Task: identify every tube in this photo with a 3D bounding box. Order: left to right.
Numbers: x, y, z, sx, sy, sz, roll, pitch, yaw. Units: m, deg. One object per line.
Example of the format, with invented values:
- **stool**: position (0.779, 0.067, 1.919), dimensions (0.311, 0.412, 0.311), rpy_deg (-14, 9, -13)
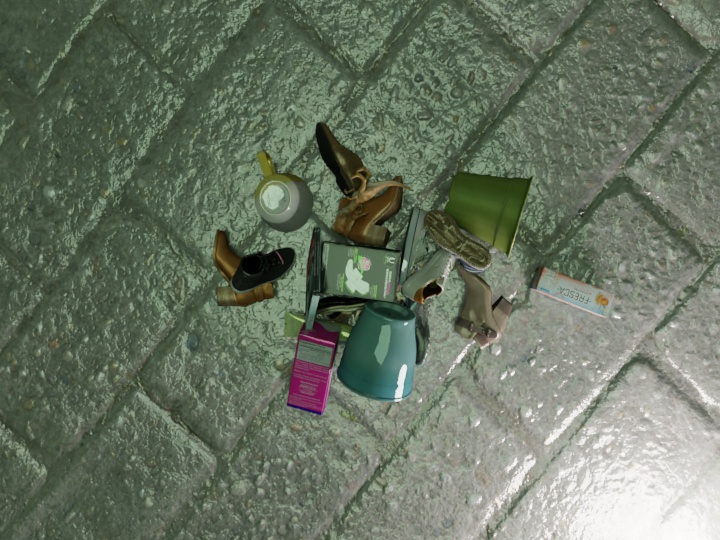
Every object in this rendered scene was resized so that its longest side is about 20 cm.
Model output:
- **tube**: position (-0.105, 0.154, 1.537), dimensions (0.192, 0.052, 0.060), rpy_deg (8, 78, 3)

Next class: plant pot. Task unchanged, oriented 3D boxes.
- **plant pot**: position (0.054, 0.183, 1.437), dimensions (0.193, 0.201, 0.195), rpy_deg (14, 106, 1)
- **plant pot**: position (0.308, -0.157, 1.456), dimensions (0.184, 0.200, 0.207), rpy_deg (17, 93, 13)

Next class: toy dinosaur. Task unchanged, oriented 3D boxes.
- **toy dinosaur**: position (0.024, -0.205, 1.468), dimensions (0.195, 0.061, 0.108), rpy_deg (-27, 109, 9)

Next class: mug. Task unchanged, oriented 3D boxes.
- **mug**: position (-0.215, -0.186, 1.477), dimensions (0.184, 0.153, 0.152), rpy_deg (36, 94, 1)

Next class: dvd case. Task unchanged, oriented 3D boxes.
- **dvd case**: position (-0.117, 0.018, 1.441), dimensions (0.021, 0.148, 0.206), rpy_deg (6, 53, -9)

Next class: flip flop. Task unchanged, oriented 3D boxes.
- **flip flop**: position (-0.043, 0.104, 1.520), dimensions (0.192, 0.081, 0.060), rpy_deg (-5, 108, 3)

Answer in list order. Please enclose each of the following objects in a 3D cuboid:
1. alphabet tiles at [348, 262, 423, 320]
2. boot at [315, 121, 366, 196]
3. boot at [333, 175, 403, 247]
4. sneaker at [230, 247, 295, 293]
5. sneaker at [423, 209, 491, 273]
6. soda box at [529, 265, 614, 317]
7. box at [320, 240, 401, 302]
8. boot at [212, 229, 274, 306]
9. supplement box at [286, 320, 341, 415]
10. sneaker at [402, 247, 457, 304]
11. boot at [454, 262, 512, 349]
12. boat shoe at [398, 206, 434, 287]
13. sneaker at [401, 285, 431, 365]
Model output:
- **alphabet tiles**: position (0.060, 0.050, 1.548), dimensions (0.162, 0.008, 0.207), rpy_deg (19, 93, 1)
- **boot**: position (-0.051, -0.296, 1.521), dimensions (0.074, 0.073, 0.205), rpy_deg (-28, 90, -23)
- **boot**: position (0.022, -0.168, 1.513), dimensions (0.150, 0.074, 0.206), rpy_deg (16, 73, 20)
- **sneaker**: position (-0.231, -0.016, 1.472), dimensions (0.197, 0.099, 0.072), rpy_deg (-31, 80, -33)
- **sneaker**: position (0.239, -0.066, 1.453), dimensions (0.199, 0.108, 0.071), rpy_deg (41, 91, 16)
- **soda box**: position (0.537, 0.053, 1.500), dimensions (0.194, 0.068, 0.066), rpy_deg (22, 93, 2)
- **box**: position (0.000, 0.000, 1.470), dimensions (0.192, 0.149, 0.129), rpy_deg (8, 93, 2)
- **boot**: position (-0.303, -0.011, 1.528), dimensions (0.149, 0.077, 0.208), rpy_deg (-7, 82, -5)
- **supplement box**: position (-0.117, 0.241, 1.488), dimensions (0.100, 0.102, 0.207), rpy_deg (14, 109, 2)
- **sneaker**: position (0.200, 0.016, 1.479), dimensions (0.199, 0.074, 0.084), rpy_deg (-41, 48, -20)
- **boot**: position (0.290, 0.099, 1.515), dimensions (0.199, 0.070, 0.148), rpy_deg (41, 101, 7)
- **boat shoe**: position (0.151, -0.053, 1.509), dimensions (0.083, 0.075, 0.209), rpy_deg (14, 79, -2)
- **sneaker**: position (0.139, 0.140, 1.518), dimensions (0.079, 0.073, 0.208), rpy_deg (2, 82, -2)
